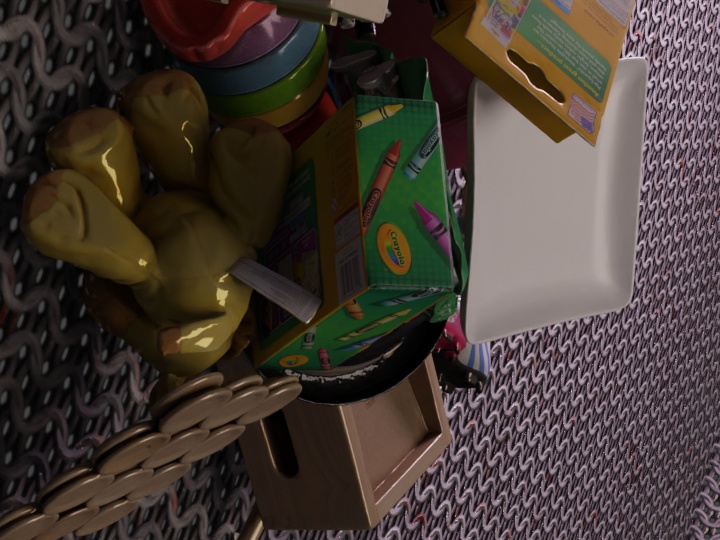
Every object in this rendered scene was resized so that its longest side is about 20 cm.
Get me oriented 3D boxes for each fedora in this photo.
[{"bbox_3d":[0.000,0.000,1.267,0.200,0.092,0.201,8,74,-30],"label":"fedora"}]

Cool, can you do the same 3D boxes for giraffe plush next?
[{"bbox_3d":[-0.118,-0.001,1.124,0.173,0.200,0.162,-36,166,-26],"label":"giraffe plush"}]

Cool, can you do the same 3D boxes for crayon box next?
[{"bbox_3d":[-0.013,-0.018,1.103,0.200,0.058,0.119,144,-55,-62],"label":"crayon box"},{"bbox_3d":[0.125,-0.182,1.246,0.126,0.052,0.200,38,48,-20],"label":"crayon box"}]

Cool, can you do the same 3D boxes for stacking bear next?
[{"bbox_3d":[-0.067,-0.138,1.197,0.121,0.114,0.200,-38,143,-12],"label":"stacking bear"}]

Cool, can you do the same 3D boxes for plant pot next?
[{"bbox_3d":[0.048,-0.205,1.353,0.179,0.200,0.200,50,55,-43],"label":"plant pot"}]

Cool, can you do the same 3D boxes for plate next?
[{"bbox_3d":[0.139,-0.057,1.321,0.199,0.032,0.200,-11,107,-44],"label":"plate"}]

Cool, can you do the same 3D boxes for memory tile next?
[{"bbox_3d":[-0.140,0.121,1.132,0.017,0.200,0.153,60,21,13],"label":"memory tile"}]

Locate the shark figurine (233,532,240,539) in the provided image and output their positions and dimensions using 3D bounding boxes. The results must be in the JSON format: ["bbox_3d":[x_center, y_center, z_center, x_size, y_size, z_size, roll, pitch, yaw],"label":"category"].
[{"bbox_3d":[-0.095,0.297,1.404,0.214,0.089,0.128,-35,132,-60],"label":"shark figurine"}]

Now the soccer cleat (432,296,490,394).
[{"bbox_3d":[0.080,0.054,1.711,0.200,0.070,0.086,53,38,-63],"label":"soccer cleat"}]

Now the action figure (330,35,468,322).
[{"bbox_3d":[0.033,-0.051,1.182,0.055,0.118,0.200,-25,118,-13],"label":"action figure"}]

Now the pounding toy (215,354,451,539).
[{"bbox_3d":[-0.037,0.128,1.407,0.184,0.142,0.200,-39,119,-55],"label":"pounding toy"}]

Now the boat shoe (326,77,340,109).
[{"bbox_3d":[-0.041,-0.072,1.363,0.069,0.084,0.200,-52,131,-31],"label":"boat shoe"}]

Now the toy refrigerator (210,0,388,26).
[{"bbox_3d":[-0.085,-0.190,1.022,0.076,0.200,0.070,-1,103,-67],"label":"toy refrigerator"}]

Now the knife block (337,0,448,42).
[{"bbox_3d":[-0.007,-0.251,1.219,0.176,0.200,0.064,-55,153,-11],"label":"knife block"}]

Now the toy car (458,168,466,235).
[{"bbox_3d":[0.150,-0.084,1.679,0.200,0.164,0.158,88,26,-52],"label":"toy car"}]
